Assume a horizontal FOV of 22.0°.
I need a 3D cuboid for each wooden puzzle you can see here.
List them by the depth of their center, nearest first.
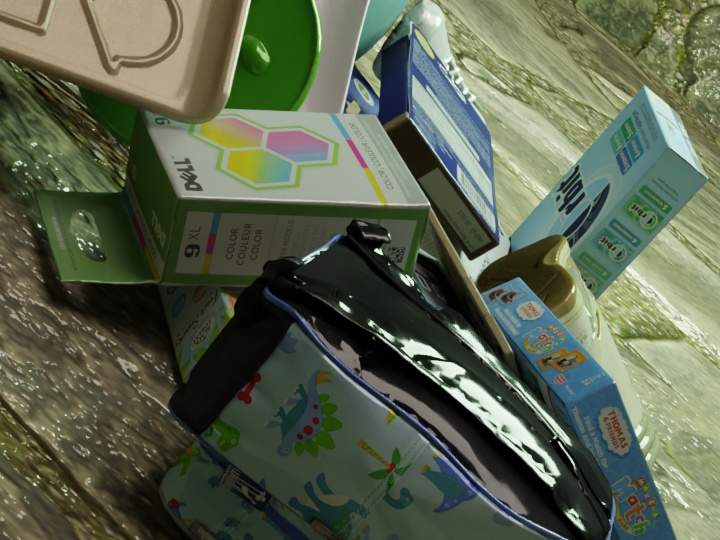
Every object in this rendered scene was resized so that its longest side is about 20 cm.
[{"bbox_3d":[-0.159,-0.181,1.050,0.198,0.046,0.187,16,60,-11],"label":"wooden puzzle"}]

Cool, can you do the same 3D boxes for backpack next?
[{"bbox_3d":[0.015,0.098,0.896,0.200,0.147,0.183,39,16,6],"label":"backpack"}]

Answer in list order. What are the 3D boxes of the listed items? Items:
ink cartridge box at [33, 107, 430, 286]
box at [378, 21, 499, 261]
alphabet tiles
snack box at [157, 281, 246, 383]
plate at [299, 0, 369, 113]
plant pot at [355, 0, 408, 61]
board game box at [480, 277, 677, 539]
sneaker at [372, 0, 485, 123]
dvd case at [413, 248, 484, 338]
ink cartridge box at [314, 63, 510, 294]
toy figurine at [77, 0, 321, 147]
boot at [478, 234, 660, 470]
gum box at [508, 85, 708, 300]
[{"bbox_3d":[-0.072,-0.041,1.024,0.198,0.060,0.104,1,32,-21],"label":"ink cartridge box"},{"bbox_3d":[0.059,-0.103,1.406,0.121,0.032,0.200,52,19,-21],"label":"box"},{"bbox_3d":[0.097,0.077,1.192,0.168,0.008,0.201,69,-5,-50],"label":"alphabet tiles"},{"bbox_3d":[-0.024,0.049,1.086,0.199,0.053,0.143,30,19,-30],"label":"snack box"},{"bbox_3d":[-0.092,-0.203,1.334,0.198,0.202,0.032,18,-20,-13],"label":"plate"},{"bbox_3d":[-0.071,-0.218,1.452,0.200,0.200,0.135,36,51,-13],"label":"plant pot"},{"bbox_3d":[0.136,0.103,1.138,0.200,0.036,0.152,-125,-169,-69],"label":"board game box"},{"bbox_3d":[0.067,-0.153,1.568,0.099,0.078,0.200,34,-19,15],"label":"sneaker"},{"bbox_3d":[0.027,0.025,1.120,0.150,0.025,0.200,33,19,-37],"label":"dvd case"},{"bbox_3d":[0.047,-0.071,1.443,0.201,0.040,0.200,57,16,-10],"label":"ink cartridge box"},{"bbox_3d":[-0.108,-0.133,1.184,0.201,0.149,0.184,58,-7,13],"label":"toy figurine"},{"bbox_3d":[0.152,0.064,1.332,0.155,0.072,0.200,61,6,-13],"label":"boot"},{"bbox_3d":[0.184,-0.039,1.482,0.044,0.200,0.170,37,18,-12],"label":"gum box"}]
